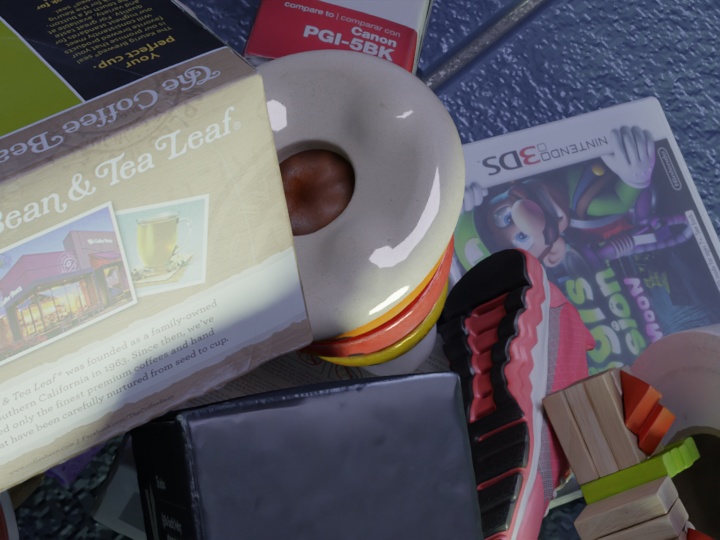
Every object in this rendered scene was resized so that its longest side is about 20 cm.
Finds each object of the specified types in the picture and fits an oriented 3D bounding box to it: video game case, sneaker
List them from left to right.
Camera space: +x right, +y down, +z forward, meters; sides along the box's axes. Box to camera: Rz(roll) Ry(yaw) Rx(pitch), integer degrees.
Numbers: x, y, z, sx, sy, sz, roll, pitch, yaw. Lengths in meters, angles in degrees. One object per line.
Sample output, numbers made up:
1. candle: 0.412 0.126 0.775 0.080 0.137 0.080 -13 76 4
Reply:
1. sneaker: 0.085 0.085 1.089 0.087 0.074 0.201 35 49 -31
2. video game case: 0.129 0.013 1.204 0.181 0.023 0.200 -16 79 -31

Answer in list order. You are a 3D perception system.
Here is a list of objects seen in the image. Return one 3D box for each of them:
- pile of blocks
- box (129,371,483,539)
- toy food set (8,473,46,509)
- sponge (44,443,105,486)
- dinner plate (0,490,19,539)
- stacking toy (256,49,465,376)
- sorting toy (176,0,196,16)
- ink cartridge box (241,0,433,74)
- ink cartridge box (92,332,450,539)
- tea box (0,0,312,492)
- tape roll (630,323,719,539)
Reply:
1. pile of blocks: 0.147 0.131 1.037 0.082 0.062 0.200 23 50 -52
2. box: -0.019 0.149 0.925 0.117 0.197 0.201 -9 88 -12
3. toy food set: -0.230 0.048 1.031 0.200 0.049 0.198 -29 76 -34
4. sponge: -0.168 -0.010 1.004 0.200 0.030 0.112 46 74 -10
5. dinner plate: -0.242 0.135 0.944 0.200 0.024 0.201 -1 93 -30
6. stacking toy: 0.000 0.000 1.058 0.146 0.200 0.146 -8 62 15
7. sorting toy: -0.138 -0.119 1.134 0.180 0.107 0.200 14 45 -53
8. ink cartridge box: -0.009 -0.122 1.150 0.083 0.147 0.200 14 51 1
9. ink cartridge box: -0.031 0.083 1.112 0.161 0.050 0.200 27 36 -7
10. tea box: -0.157 -0.026 0.871 0.200 0.134 0.197 -25 38 -19
11. tape roll: 0.233 0.117 1.100 0.139 0.203 0.203 -10 66 -27
